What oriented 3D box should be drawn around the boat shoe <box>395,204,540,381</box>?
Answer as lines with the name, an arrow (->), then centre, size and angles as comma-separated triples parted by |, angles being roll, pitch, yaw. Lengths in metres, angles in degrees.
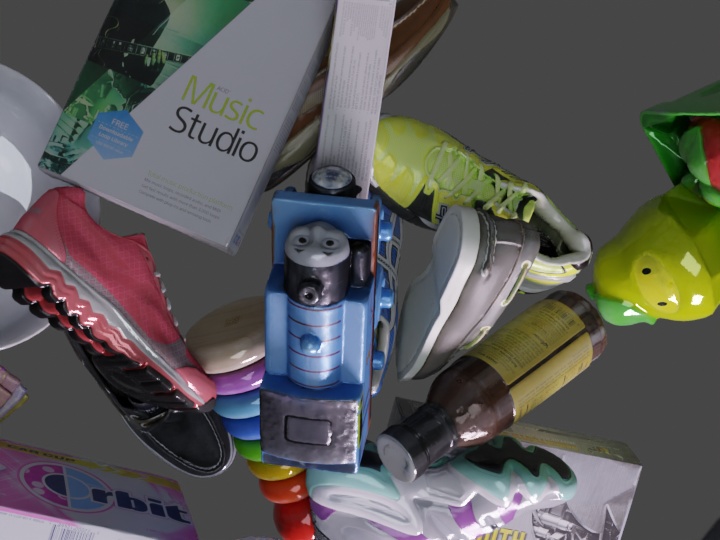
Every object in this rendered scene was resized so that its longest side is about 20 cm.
boat shoe -> 0.070, 0.024, 1.056 | 0.060, 0.072, 0.202 | 5, 148, -12

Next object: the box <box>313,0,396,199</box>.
box -> -0.005, -0.118, 0.986 | 0.041, 0.039, 0.201 | 6, 115, -3

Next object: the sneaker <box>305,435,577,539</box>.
sneaker -> 0.059, 0.198, 1.102 | 0.199, 0.078, 0.141 | 2, 108, 3

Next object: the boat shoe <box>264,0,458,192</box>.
boat shoe -> -0.022, -0.141, 1.038 | 0.200, 0.076, 0.074 | -40, 104, 5

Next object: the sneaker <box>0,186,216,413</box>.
sneaker -> -0.156, 0.021, 1.004 | 0.200, 0.074, 0.087 | 47, 62, -30

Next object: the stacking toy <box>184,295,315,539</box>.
stacking toy -> -0.061, 0.123, 1.113 | 0.085, 0.085, 0.201 | -21, 113, 0

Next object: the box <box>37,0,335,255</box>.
box -> -0.110, -0.129, 0.996 | 0.144, 0.036, 0.201 | 22, 82, 7

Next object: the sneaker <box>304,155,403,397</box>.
sneaker -> 0.000, 0.000, 1.080 | 0.075, 0.077, 0.201 | -7, 106, -3

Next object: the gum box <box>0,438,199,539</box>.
gum box -> -0.215, 0.186, 1.076 | 0.199, 0.114, 0.066 | 17, 103, -20

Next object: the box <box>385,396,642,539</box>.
box -> 0.104, 0.198, 1.167 | 0.199, 0.048, 0.159 | 13, 105, -11

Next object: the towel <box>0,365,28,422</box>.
towel -> -0.362, 0.075, 1.086 | 0.200, 0.023, 0.144 | 43, 98, -16

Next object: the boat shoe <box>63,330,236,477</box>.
boat shoe -> -0.158, 0.081, 1.089 | 0.070, 0.066, 0.201 | -30, 108, 2

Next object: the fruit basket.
fruit basket -> 0.269, -0.028, 1.080 | 0.214, 0.155, 0.217 | -3, 97, -22

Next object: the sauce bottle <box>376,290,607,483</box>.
sauce bottle -> 0.095, 0.084, 1.078 | 0.200, 0.065, 0.065 | -31, 111, -31

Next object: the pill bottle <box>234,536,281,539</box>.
pill bottle -> -0.082, 0.301, 1.121 | 0.104, 0.105, 0.201 | 2, 132, -8

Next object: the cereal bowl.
cereal bowl -> -0.283, -0.042, 1.008 | 0.199, 0.083, 0.201 | 3, 85, -35

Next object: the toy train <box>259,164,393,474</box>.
toy train -> -0.024, 0.033, 0.975 | 0.086, 0.114, 0.201 | 6, 123, 4

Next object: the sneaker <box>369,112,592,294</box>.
sneaker -> 0.085, -0.057, 1.064 | 0.199, 0.076, 0.076 | 30, 67, -21
